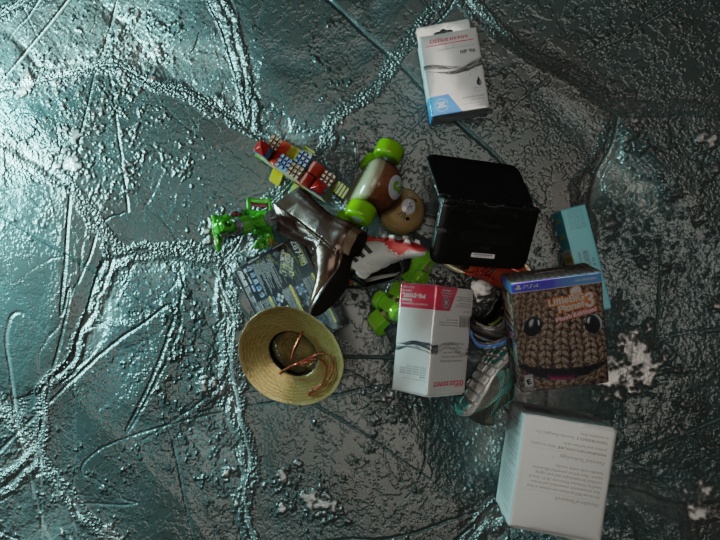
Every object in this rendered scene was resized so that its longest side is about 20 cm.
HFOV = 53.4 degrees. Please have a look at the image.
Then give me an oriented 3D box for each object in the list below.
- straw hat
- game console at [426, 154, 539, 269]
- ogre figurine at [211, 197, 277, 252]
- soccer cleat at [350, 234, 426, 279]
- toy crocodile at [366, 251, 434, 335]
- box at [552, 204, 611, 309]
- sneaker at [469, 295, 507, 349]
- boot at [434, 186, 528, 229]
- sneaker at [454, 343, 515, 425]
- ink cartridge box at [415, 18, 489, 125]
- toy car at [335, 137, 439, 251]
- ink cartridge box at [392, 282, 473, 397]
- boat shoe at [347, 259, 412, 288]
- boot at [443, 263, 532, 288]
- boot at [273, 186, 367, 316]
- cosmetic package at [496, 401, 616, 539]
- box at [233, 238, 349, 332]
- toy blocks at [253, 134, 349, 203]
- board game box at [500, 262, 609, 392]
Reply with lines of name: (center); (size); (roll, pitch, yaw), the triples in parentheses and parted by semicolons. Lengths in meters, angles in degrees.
straw hat: (-0.119, 0.149, 1.334); (0.200, 0.085, 0.202); (3, 105, 12)
game console: (0.212, -0.106, 1.314); (0.199, 0.116, 0.177); (4, 108, -21)
ogre figurine: (-0.222, -0.087, 1.361); (0.119, 0.200, 0.099); (-12, 74, -12)
soccer cleat: (0.029, -0.025, 1.304); (0.199, 0.069, 0.086); (6, 94, 30)
toy crocodile: (0.084, 0.040, 1.401); (0.067, 0.062, 0.200); (32, 84, 39)
box: (0.422, -0.020, 1.371); (0.049, 0.082, 0.201); (-13, 87, 4)
sneaker: (0.299, 0.080, 1.357); (0.199, 0.071, 0.083); (-24, 117, 0)
boot: (0.234, -0.111, 1.359); (0.165, 0.072, 0.201); (17, 56, 0)
sneaker: (0.269, 0.213, 1.385); (0.091, 0.078, 0.200); (38, 89, -17)
ink cartridge box: (0.178, -0.400, 1.407); (0.115, 0.068, 0.201); (-9, 87, 3)
toy car: (0.077, -0.122, 1.371); (0.199, 0.158, 0.165); (28, 72, -12)
ink cartridge box: (0.137, 0.129, 1.342); (0.084, 0.144, 0.201); (4, 87, 37)
boat shoe: (-0.001, -0.003, 1.380); (0.200, 0.063, 0.074); (-11, 104, 24)
boot: (0.236, -0.005, 1.362); (0.199, 0.107, 0.075); (26, 114, 5)
boot: (-0.102, -0.039, 1.319); (0.200, 0.064, 0.187); (33, 94, 29)
cosmetic package: (0.353, 0.361, 1.317); (0.165, 0.167, 0.201); (9, 89, 3)
box: (-0.136, 0.052, 1.398); (0.161, 0.049, 0.201); (-29, 85, 20)
toy blocks: (-0.121, -0.200, 1.382); (0.199, 0.137, 0.100); (34, 90, 4)
board game box: (0.346, 0.100, 1.283); (0.158, 0.097, 0.201); (-8, 99, 1)
